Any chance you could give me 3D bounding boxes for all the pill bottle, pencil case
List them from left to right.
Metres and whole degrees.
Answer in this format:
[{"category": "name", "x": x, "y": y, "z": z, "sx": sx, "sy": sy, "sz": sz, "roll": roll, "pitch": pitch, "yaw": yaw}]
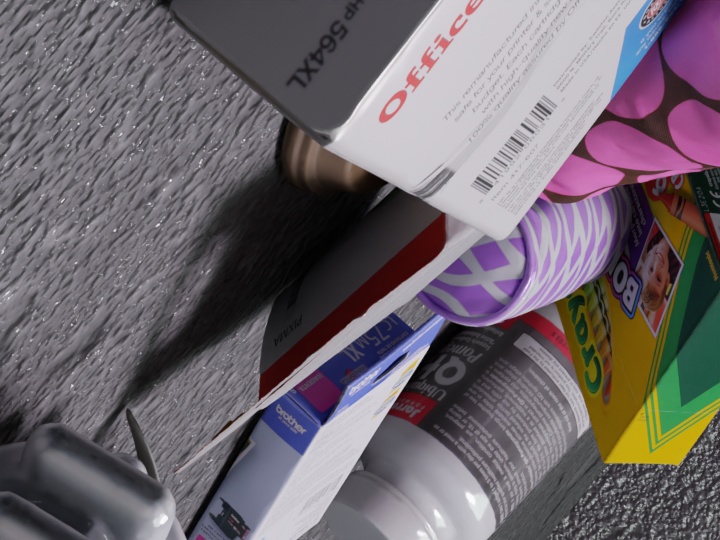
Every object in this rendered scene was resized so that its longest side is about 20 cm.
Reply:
[{"category": "pill bottle", "x": 0.069, "y": 0.114, "z": 1.633, "sx": 0.200, "sy": 0.111, "sz": 0.111, "roll": -45, "pitch": 167, "yaw": -23}, {"category": "pencil case", "x": 0.087, "y": -0.022, "z": 1.357, "sx": 0.084, "sy": 0.085, "sz": 0.200, "roll": -64, "pitch": 164, "yaw": 15}, {"category": "pencil case", "x": 0.133, "y": -0.076, "z": 1.025, "sx": 0.200, "sy": 0.093, "sz": 0.091, "roll": -6, "pitch": -123, "yaw": 57}]

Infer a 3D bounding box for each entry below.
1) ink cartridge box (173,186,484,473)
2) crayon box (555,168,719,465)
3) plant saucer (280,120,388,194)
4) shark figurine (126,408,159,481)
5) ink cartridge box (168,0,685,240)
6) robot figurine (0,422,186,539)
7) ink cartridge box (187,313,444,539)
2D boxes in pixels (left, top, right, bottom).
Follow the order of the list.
[{"category": "ink cartridge box", "x": 0.000, "y": 0.000, "z": 1.133, "sx": 0.200, "sy": 0.050, "sz": 0.161, "roll": -33, "pitch": 174, "yaw": -47}, {"category": "crayon box", "x": 0.175, "y": -0.015, "z": 1.455, "sx": 0.058, "sy": 0.201, "sz": 0.173, "roll": 4, "pitch": 140, "yaw": -22}, {"category": "plant saucer", "x": 0.040, "y": -0.109, "z": 1.075, "sx": 0.200, "sy": 0.029, "sz": 0.200, "roll": -48, "pitch": 167, "yaw": -15}, {"category": "shark figurine", "x": -0.128, "y": 0.141, "z": 1.167, "sx": 0.089, "sy": 0.129, "sz": 0.214, "roll": -20, "pitch": 179, "yaw": -13}, {"category": "ink cartridge box", "x": 0.038, "y": -0.105, "z": 0.888, "sx": 0.146, "sy": 0.084, "sz": 0.200, "roll": -52, "pitch": 158, "yaw": 5}, {"category": "robot figurine", "x": -0.137, "y": 0.149, "z": 1.006, "sx": 0.170, "sy": 0.113, "sz": 0.200, "roll": -52, "pitch": 172, "yaw": -42}, {"category": "ink cartridge box", "x": -0.029, "y": 0.099, "z": 1.408, "sx": 0.119, "sy": 0.042, "sz": 0.200, "roll": -35, "pitch": 163, "yaw": -50}]
